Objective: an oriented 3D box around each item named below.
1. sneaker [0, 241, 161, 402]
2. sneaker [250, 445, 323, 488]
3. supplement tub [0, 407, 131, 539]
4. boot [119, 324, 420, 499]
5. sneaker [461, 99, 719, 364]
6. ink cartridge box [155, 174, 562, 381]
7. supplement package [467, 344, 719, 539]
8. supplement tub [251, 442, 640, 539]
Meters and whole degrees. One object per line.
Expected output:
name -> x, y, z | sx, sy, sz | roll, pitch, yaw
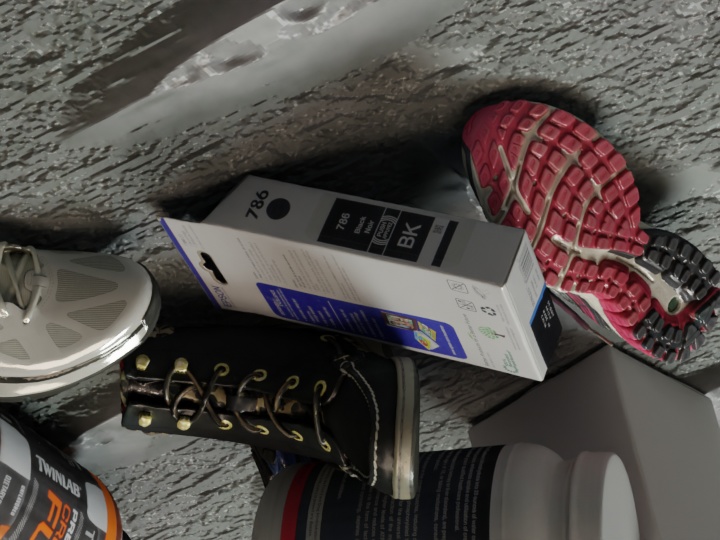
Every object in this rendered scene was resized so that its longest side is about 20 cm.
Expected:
sneaker -> -0.205, 0.010, 1.017 | 0.199, 0.076, 0.116 | -8, 148, 0
sneaker -> -0.010, 0.124, 1.258 | 0.078, 0.076, 0.200 | -32, 149, 10
supplement tub -> -0.211, 0.147, 1.194 | 0.106, 0.108, 0.200 | -22, 145, 17
boot -> -0.051, 0.073, 1.080 | 0.152, 0.204, 0.074 | 2, 101, -10
sneaker -> 0.111, -0.018, 1.070 | 0.081, 0.074, 0.200 | -54, 129, -10
ink cartridge box -> 0.000, 0.000, 1.045 | 0.199, 0.039, 0.100 | 11, 154, 23
supplement package -> 0.163, 0.171, 1.243 | 0.121, 0.201, 0.119 | -34, 140, 30
supplement tub -> 0.049, 0.170, 1.123 | 0.198, 0.141, 0.141 | -7, 148, 17
